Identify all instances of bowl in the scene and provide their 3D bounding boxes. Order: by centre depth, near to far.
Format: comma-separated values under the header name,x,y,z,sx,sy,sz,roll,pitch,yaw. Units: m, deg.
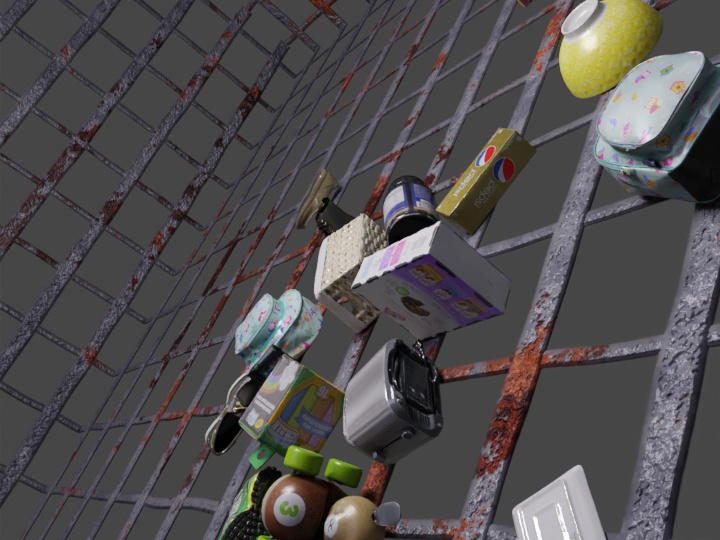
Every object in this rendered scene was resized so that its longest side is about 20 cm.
name,x,y,z,sx,sy,sz,roll,pitch,yaw
bowl,0.426,-0.421,1.381,0.200,0.108,0.200,-42,24,24

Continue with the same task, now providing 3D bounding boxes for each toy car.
name,x,y,z,sx,sy,sz,roll,pitch,yaw
toy car,-0.029,0.357,1.077,0.200,0.158,0.164,4,71,51

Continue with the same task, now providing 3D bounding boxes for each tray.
name,x,y,z,sx,sy,sz,roll,pitch,yaw
tray,0.213,0.304,0.819,0.107,0.022,0.200,-42,24,23

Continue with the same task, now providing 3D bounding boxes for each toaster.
name,x,y,z,sx,sy,sz,roll,pitch,yaw
toaster,0.047,0.200,1.189,0.129,0.114,0.200,-44,25,27

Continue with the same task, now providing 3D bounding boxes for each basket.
name,x,y,z,sx,sy,sz,roll,pitch,yaw
basket,0.000,0.000,1.565,0.123,0.136,0.200,-36,27,27

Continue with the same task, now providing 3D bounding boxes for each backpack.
name,x,y,z,sx,sy,sz,roll,pitch,yaw
backpack,0.404,-0.188,1.019,0.176,0.153,0.200,-60,15,-3
backpack,-0.179,0.138,1.707,0.200,0.151,0.178,-43,22,10

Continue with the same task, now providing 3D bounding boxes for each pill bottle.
name,x,y,z,sx,sy,sz,roll,pitch,yaw
pill bottle,0.102,-0.113,1.556,0.112,0.112,0.200,-43,23,22

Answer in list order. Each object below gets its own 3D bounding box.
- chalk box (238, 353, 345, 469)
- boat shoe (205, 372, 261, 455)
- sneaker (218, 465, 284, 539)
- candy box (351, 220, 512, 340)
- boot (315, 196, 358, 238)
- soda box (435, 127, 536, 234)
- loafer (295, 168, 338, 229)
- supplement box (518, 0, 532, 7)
name,x,y,z,sx,sy,sz,roll,pitch,yaw
chalk box,-0.132,0.278,1.419,0.200,0.124,0.124,-57,23,-9
boat shoe,-0.273,0.319,1.715,0.201,0.072,0.061,-60,26,2
sneaker,-0.202,0.451,1.378,0.085,0.078,0.200,-39,16,47
candy box,0.112,0.024,1.250,0.200,0.168,0.072,-25,34,49
boot,-0.064,-0.059,1.770,0.077,0.138,0.200,-31,31,42
soda box,0.234,-0.167,1.439,0.200,0.064,0.068,-53,22,1
loafer,-0.127,-0.193,2.207,0.200,0.067,0.076,-59,13,28
supplement box,0.407,-0.763,1.945,0.131,0.103,0.200,-45,24,20
